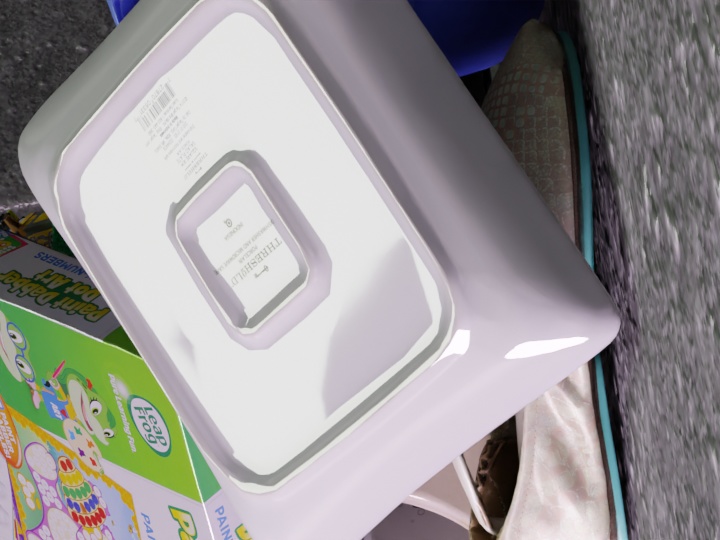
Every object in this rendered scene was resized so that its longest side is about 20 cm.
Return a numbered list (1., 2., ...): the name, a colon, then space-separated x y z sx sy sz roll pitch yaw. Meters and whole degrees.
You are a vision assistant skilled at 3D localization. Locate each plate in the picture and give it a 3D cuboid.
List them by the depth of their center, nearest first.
1. plate: -0.031 -0.012 0.923 0.200 0.032 0.200 57 135 9

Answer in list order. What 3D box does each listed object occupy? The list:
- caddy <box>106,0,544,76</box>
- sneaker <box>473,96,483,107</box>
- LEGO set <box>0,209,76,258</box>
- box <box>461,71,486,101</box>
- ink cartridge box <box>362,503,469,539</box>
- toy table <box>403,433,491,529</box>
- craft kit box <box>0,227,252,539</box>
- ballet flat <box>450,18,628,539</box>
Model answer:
1. caddy: -0.027 -0.125 0.970 0.200 0.105 0.141 2 106 55
2. sneaker: 0.000 0.000 1.148 0.076 0.115 0.200 -63 -6 -58
3. LEGO set: -0.094 -0.013 1.280 0.154 0.200 0.116 46 148 -22
4. box: 0.027 -0.101 1.252 0.160 0.044 0.200 -149 51 -86
5. ink cartridge box: 0.043 0.136 1.224 0.200 0.084 0.146 -102 5 -46
6. toy table: 0.021 0.038 1.043 0.184 0.117 0.200 135 126 -86
7. craft kit box: -0.106 0.090 1.164 0.197 0.049 0.200 16 130 44
8. ballet flat: 0.052 0.017 0.917 0.067 0.062 0.200 -115 17 -74
